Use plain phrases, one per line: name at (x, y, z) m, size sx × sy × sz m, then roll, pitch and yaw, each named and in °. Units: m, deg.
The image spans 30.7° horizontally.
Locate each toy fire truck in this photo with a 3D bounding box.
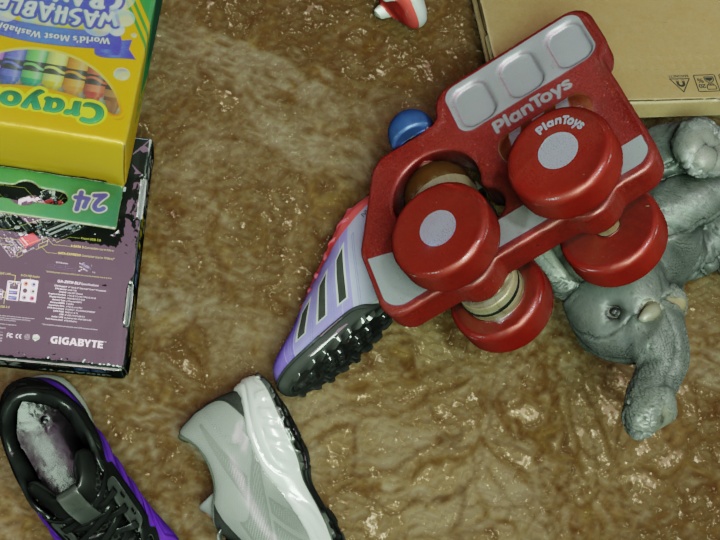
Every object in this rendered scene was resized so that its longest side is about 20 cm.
toy fire truck at (0.088, -0.058, 0.830) m, size 0.199 × 0.112 × 0.168 m, roll -31°, pitch 50°, yaw 14°

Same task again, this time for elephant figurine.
elephant figurine at (0.179, -0.001, 0.877) m, size 0.141 × 0.155 × 0.200 m, roll 44°, pitch 77°, yaw -2°

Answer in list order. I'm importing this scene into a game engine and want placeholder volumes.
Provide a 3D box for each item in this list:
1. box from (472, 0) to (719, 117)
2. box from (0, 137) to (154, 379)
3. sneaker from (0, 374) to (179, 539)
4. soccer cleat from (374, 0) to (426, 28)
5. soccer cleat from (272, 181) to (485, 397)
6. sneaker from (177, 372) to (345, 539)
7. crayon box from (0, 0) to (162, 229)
box at (0.184, -0.176, 0.942) m, size 0.199 × 0.021 × 0.164 m, roll -3°, pitch 55°, yaw -7°
box at (-0.245, -0.018, 0.873) m, size 0.199 × 0.049 × 0.161 m, roll 6°, pitch 77°, yaw -7°
sneaker at (-0.170, 0.154, 0.826) m, size 0.069 × 0.100 × 0.201 m, roll -35°, pitch 86°, yaw -10°
soccer cleat at (0.010, -0.270, 0.945) m, size 0.085 × 0.069 × 0.201 m, roll -27°, pitch 80°, yaw -7°
soccer cleat at (0.000, 0.000, 0.902) m, size 0.073 × 0.068 × 0.200 m, roll 38°, pitch 77°, yaw 17°
sneaker at (-0.055, 0.172, 0.861) m, size 0.079 × 0.074 × 0.201 m, roll -25°, pitch 78°, yaw -2°
crayon box at (-0.205, -0.131, 0.862) m, size 0.125 × 0.052 × 0.201 m, roll 8°, pitch 59°, yaw -6°
